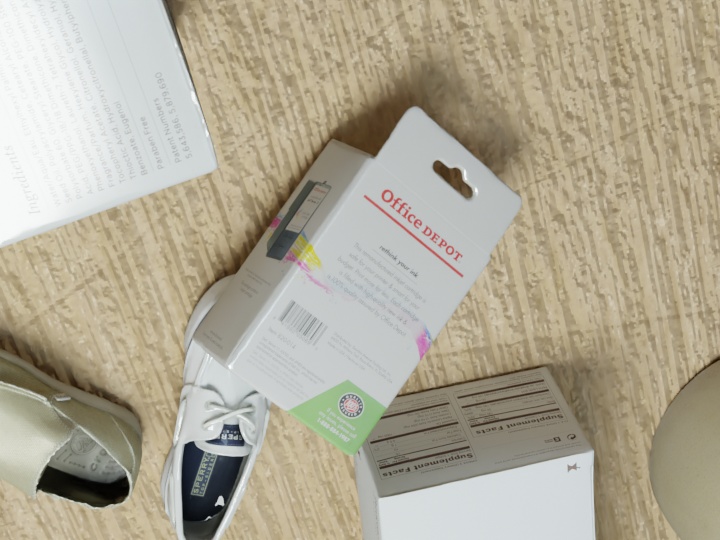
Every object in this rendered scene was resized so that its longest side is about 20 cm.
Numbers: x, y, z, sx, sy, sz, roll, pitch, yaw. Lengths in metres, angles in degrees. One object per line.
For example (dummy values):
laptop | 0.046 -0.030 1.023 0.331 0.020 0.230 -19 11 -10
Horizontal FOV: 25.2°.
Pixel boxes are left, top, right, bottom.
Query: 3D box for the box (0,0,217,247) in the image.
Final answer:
box | -0.176 -0.156 0.856 0.130 0.199 0.201 -20 121 -3

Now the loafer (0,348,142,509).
loafer | -0.221 0.104 1.049 0.199 0.068 0.076 20 111 -36

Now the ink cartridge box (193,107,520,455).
ink cartridge box | 0.000 0.000 1.037 0.117 0.067 0.201 38 86 -29

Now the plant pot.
plant pot | 0.328 0.172 1.191 0.198 0.135 0.202 -3 120 -6

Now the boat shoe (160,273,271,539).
boat shoe | -0.091 0.102 1.098 0.073 0.065 0.202 4 117 -15

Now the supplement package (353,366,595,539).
supplement package | 0.083 0.195 1.167 0.154 0.111 0.202 -11 120 -8
